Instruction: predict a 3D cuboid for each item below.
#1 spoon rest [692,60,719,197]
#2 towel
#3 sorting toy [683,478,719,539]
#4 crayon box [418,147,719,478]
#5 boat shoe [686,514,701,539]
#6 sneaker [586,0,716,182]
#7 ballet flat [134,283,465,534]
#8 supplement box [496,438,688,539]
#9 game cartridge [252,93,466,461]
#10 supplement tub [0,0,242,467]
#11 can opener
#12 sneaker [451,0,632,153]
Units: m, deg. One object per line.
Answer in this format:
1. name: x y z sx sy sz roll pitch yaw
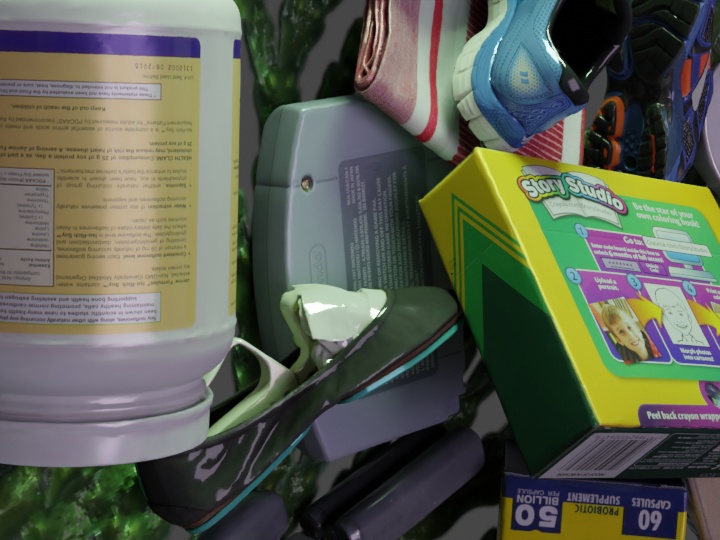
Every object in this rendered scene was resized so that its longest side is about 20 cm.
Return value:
1. spoon rest: 0.269 -0.052 1.098 0.099 0.061 0.201 -25 114 -46
2. towel: 0.074 -0.117 0.911 0.200 0.023 0.144 33 55 -40
3. sorting toy: 0.221 0.115 1.020 0.036 0.200 0.185 -16 114 7
4. crayon box: 0.147 0.026 0.858 0.200 0.058 0.173 6 51 -40
5. boat shoe: 0.324 0.145 1.170 0.202 0.075 0.086 -47 124 -24
6. sneaker: 0.196 -0.139 1.016 0.078 0.075 0.200 -22 127 -50
7. ballet flat: -0.033 0.053 0.804 0.200 0.068 0.068 -38 108 -17
8. supplement box: 0.135 0.215 0.958 0.110 0.109 0.201 -41 134 -82
9. game cartridge: 0.000 0.000 0.884 0.133 0.040 0.201 -15 106 -43
10. supplement tub: -0.126 -0.025 0.692 0.145 0.145 0.201 -4 99 -42
11. can opener: -0.012 0.131 0.880 0.200 0.053 0.067 -34 118 -35
12. sneaker: 0.120 -0.152 0.889 0.079 0.089 0.200 44 46 -34
